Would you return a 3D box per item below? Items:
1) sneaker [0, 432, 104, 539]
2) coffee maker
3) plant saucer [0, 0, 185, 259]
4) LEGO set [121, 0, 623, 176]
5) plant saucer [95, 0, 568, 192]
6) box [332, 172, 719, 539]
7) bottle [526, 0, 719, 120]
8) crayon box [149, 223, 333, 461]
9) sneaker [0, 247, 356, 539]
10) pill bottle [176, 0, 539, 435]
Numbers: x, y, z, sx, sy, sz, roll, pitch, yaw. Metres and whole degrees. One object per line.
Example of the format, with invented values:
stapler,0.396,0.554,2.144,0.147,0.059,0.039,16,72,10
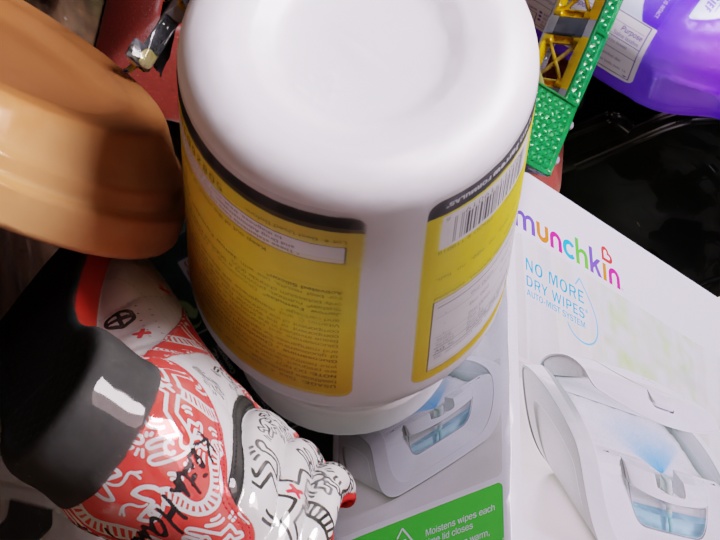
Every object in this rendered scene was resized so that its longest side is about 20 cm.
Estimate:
sneaker,-0.094,0.110,0.891,0.200,0.074,0.080,16,69,-40
coffee maker,0.137,-0.082,1.173,0.134,0.192,0.200,29,50,-12
plant saucer,-0.142,-0.071,0.862,0.200,0.038,0.200,29,13,-7
LEGO set,0.008,-0.123,0.943,0.200,0.116,0.154,17,88,-38
plant saucer,-0.002,-0.135,1.081,0.199,0.037,0.200,12,52,-5
box,0.085,0.083,1.009,0.200,0.097,0.177,30,48,-38
bottle,0.126,-0.107,1.028,0.200,0.065,0.084,33,61,11
crayon box,0.000,0.000,1.078,0.127,0.051,0.200,59,37,-7
sneaker,-0.063,0.051,0.831,0.108,0.067,0.201,38,6,-16
pill bottle,-0.003,-0.023,0.848,0.112,0.200,0.112,1,61,-2
